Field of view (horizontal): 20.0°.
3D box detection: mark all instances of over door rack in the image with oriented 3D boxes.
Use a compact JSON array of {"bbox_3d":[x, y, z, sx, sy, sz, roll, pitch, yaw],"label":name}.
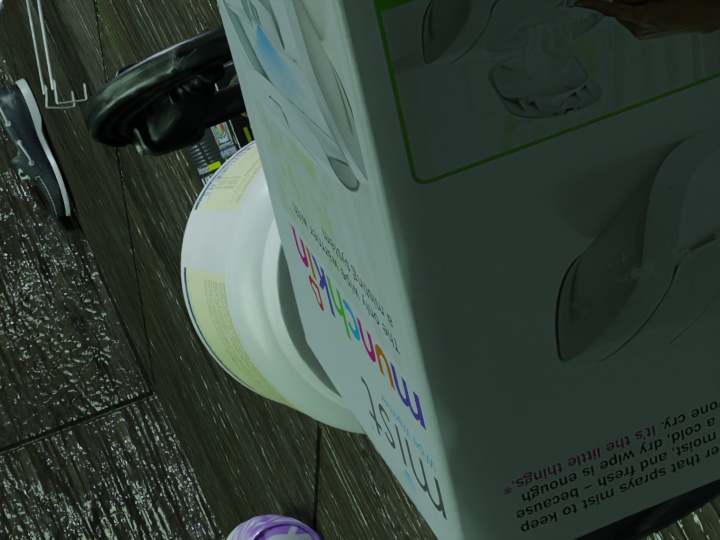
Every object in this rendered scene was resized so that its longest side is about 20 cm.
[{"bbox_3d":[-0.370,-0.267,2.256,0.148,0.067,0.200,-169,58,-76],"label":"over door rack"}]

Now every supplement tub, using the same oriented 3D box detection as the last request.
[{"bbox_3d":[0.000,0.000,0.955,0.200,0.145,0.145,-173,61,-76],"label":"supplement tub"}]

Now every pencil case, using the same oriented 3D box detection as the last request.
[{"bbox_3d":[-0.087,0.275,1.947,0.084,0.085,0.200,65,167,4],"label":"pencil case"}]

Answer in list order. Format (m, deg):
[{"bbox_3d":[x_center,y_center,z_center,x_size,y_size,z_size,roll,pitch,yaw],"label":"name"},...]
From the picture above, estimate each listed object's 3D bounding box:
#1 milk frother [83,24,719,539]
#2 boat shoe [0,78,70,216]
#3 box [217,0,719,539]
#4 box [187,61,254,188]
[{"bbox_3d":[0.029,-0.004,0.703,0.181,0.200,0.188,97,149,-58],"label":"milk frother"},{"bbox_3d":[-0.455,-0.161,2.813,0.076,0.060,0.200,-170,59,-76],"label":"boat shoe"},{"bbox_3d":[0.078,-0.065,0.383,0.097,0.200,0.177,-127,18,-52],"label":"box"},{"bbox_3d":[-0.070,-0.058,1.388,0.200,0.044,0.160,180,68,-77],"label":"box"}]
